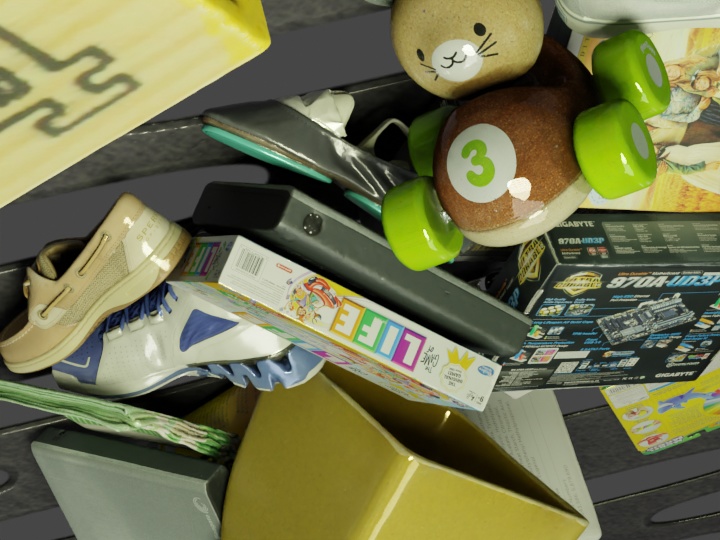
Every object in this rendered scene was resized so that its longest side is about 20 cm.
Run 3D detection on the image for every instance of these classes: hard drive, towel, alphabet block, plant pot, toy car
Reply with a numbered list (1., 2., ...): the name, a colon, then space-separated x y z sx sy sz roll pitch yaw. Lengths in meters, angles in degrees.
1. hard drive: -0.161 0.197 1.583 0.199 0.033 0.140 7 130 39
2. towel: -0.193 0.111 1.501 0.152 0.024 0.200 10 173 22
3. alphabet block: -0.188 -0.166 0.929 0.199 0.196 0.196 -29 151 21
4. plant pot: 0.007 0.201 1.474 0.194 0.195 0.201 24 100 -38
5. toy car: 0.064 -0.129 1.178 0.163 0.158 0.201 -20 118 28
6. hard drive: 0.000 0.000 1.336 0.199 0.033 0.139 29 170 -27

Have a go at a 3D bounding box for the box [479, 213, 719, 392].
1. box: 0.186 0.024 1.416 0.199 0.046 0.159 -2 145 -24

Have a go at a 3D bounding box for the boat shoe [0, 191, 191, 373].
1. boat shoe: -0.197 0.005 1.374 0.064 0.071 0.200 42 130 -18

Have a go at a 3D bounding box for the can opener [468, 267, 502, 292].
1. can opener: 0.077 0.035 1.536 0.199 0.054 0.067 -14 -173 36

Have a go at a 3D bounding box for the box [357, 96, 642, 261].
1. box: 0.120 -0.067 1.417 0.199 0.049 0.159 0 148 -27

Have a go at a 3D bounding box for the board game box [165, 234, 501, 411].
1. board game box: -0.020 0.035 1.323 0.199 0.034 0.134 27 171 -18

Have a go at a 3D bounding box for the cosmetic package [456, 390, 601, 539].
1. cosmetic package: 0.074 0.208 1.760 0.199 0.166 0.165 -3 149 -24

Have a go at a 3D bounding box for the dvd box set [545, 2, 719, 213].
1. dvd box set: 0.200 -0.110 1.339 0.199 0.029 0.147 2 118 -30

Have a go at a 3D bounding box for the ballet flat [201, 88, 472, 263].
1. ballet flat: -0.006 -0.077 1.301 0.199 0.073 0.073 28 137 -14

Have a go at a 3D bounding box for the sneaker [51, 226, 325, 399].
1. sneaker: -0.129 0.023 1.428 0.198 0.081 0.116 -4 127 12

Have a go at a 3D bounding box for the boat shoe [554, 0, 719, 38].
1. boat shoe: 0.219 -0.192 1.222 0.199 0.071 0.072 -11 157 -3

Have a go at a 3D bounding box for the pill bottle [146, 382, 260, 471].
1. pill bottle: -0.076 0.141 1.621 0.199 0.110 0.109 -33 148 27

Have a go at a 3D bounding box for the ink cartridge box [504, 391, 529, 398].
1. ink cartridge box: 0.168 0.026 1.612 0.199 0.045 0.176 -28 151 19

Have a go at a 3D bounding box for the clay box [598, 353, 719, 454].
1. clay box: 0.285 0.104 1.811 0.114 0.048 0.200 -22 153 9
